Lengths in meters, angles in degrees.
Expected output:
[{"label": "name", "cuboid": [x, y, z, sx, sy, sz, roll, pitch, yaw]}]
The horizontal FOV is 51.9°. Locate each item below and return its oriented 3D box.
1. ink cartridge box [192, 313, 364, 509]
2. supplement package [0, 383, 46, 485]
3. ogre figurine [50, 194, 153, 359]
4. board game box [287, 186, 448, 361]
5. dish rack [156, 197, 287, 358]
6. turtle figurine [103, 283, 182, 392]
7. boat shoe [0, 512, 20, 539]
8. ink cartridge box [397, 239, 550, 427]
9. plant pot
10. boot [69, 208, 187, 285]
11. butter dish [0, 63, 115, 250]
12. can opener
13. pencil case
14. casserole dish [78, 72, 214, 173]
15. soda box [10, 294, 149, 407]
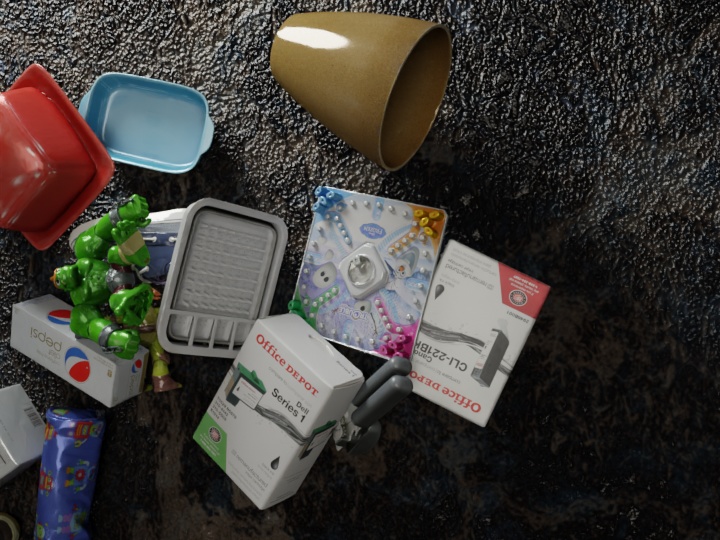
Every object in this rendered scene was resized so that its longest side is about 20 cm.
[{"label": "ink cartridge box", "cuboid": [-0.108, 0.178, 0.961, 0.146, 0.084, 0.201, 37, 109, 23]}, {"label": "supplement package", "cuboid": [-0.554, 0.267, 1.036, 0.199, 0.110, 0.114, -34, 87, 5]}, {"label": "ogre figurine", "cuboid": [-0.324, 0.014, 0.948, 0.119, 0.098, 0.203, -11, 92, 30]}, {"label": "board game box", "cuboid": [0.000, 0.000, 0.972, 0.198, 0.026, 0.202, 14, 89, 30]}, {"label": "dish rack", "cuboid": [-0.187, 0.011, 0.984, 0.043, 0.171, 0.202, 18, 93, 43]}, {"label": "turtle figurine", "cuboid": [-0.290, 0.086, 1.028, 0.197, 0.064, 0.163, -7, 89, 6]}, {"label": "boat shoe", "cuboid": [-0.565, 0.443, 1.060, 0.071, 0.066, 0.202, 33, 94, 5]}, {"label": "ink cartridge box", "cuboid": [0.139, 0.080, 0.971, 0.143, 0.084, 0.202, 25, 94, 6]}, {"label": "plant pot", "cuboid": [-0.011, -0.252, 0.954, 0.199, 0.186, 0.188, 26, 93, 20]}, {"label": "boot", "cuboid": [-0.305, -0.024, 1.014, 0.197, 0.073, 0.091, -10, 66, 6]}, {"label": "butter dish", "cuboid": [-0.470, -0.145, 0.991, 0.199, 0.148, 0.201, -39, 86, 23]}, {"label": "can opener", "cuboid": [0.016, 0.177, 0.959, 0.066, 0.200, 0.053, 13, 50, -20]}, {"label": "pencil case", "cuboid": [-0.405, 0.288, 1.035, 0.077, 0.086, 0.203, 8, 92, 36]}, {"label": "casserole dish", "cuboid": [-0.296, -0.205, 1.041, 0.198, 0.039, 0.123, 13, 92, 7]}, {"label": "soda box", "cuboid": [-0.383, 0.105, 1.005, 0.198, 0.064, 0.069, 24, 112, 23]}]
